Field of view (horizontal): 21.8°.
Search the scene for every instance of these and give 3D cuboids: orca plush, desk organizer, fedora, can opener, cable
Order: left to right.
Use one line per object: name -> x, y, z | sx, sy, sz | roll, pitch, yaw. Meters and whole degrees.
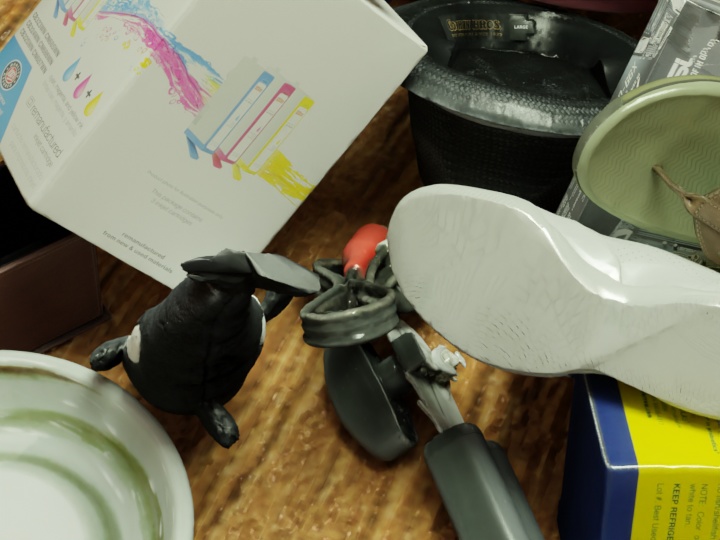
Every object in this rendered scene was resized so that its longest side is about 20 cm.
desk organizer -> -0.232, 0.022, 0.950 | 0.199, 0.077, 0.072 | -28, 58, -22
orca plush -> -0.060, 0.044, 0.884 | 0.105, 0.200, 0.071 | -18, 80, -31
cable -> 0.000, 0.000, 0.938 | 0.097, 0.051, 0.200 | 0, 6, 20
can opener -> 0.046, 0.105, 0.926 | 0.066, 0.053, 0.200 | -38, 54, 12
fedora -> 0.084, -0.079, 1.015 | 0.200, 0.092, 0.201 | 9, 24, -4

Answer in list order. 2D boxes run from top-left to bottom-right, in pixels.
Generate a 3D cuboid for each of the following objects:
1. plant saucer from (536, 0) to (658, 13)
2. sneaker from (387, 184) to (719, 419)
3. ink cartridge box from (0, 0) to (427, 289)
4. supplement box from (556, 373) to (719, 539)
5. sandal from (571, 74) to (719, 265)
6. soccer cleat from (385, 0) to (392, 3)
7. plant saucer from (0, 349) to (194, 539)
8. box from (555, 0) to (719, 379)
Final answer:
plant saucer -> 0.124, -0.204, 1.123 | 0.200, 0.051, 0.201 | 9, 27, -5
sneaker -> 0.110, 0.012, 0.861 | 0.199, 0.076, 0.088 | 22, 21, 17
ink cartridge box -> -0.076, -0.110, 0.938 | 0.200, 0.125, 0.129 | -51, 39, 10
supplement box -> 0.199, 0.106, 0.868 | 0.199, 0.109, 0.110 | 2, 29, -2
sandal -> 0.192, -0.025, 0.847 | 0.200, 0.080, 0.057 | 24, 24, -9
soccer cleat -> -0.026, -0.111, 1.074 | 0.083, 0.065, 0.201 | 21, 56, -8
plant saucer -> -0.178, 0.132, 0.885 | 0.199, 0.050, 0.201 | 1, 53, -2
box -> 0.182, -0.023, 0.909 | 0.157, 0.201, 0.050 | 21, 25, -8
